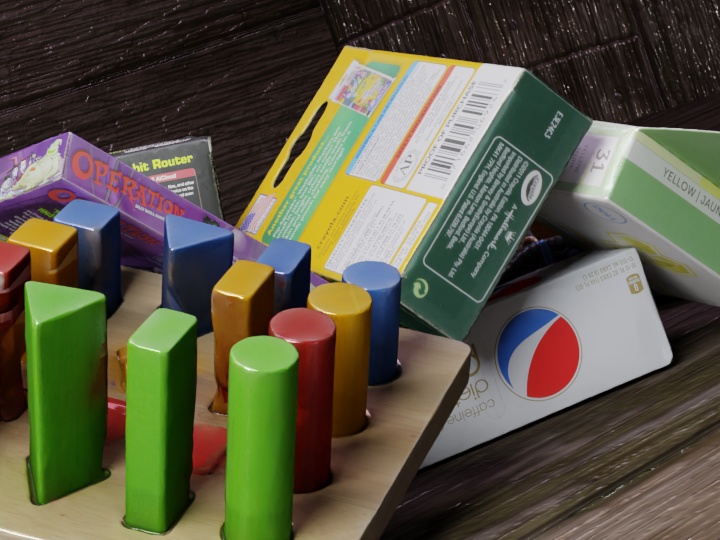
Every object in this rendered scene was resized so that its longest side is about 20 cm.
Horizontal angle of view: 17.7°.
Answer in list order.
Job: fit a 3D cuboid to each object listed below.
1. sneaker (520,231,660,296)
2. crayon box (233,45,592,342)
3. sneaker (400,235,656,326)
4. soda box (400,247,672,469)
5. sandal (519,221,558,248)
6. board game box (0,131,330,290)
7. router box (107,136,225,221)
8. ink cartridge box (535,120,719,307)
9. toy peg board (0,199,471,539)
[{"bbox_3d":[0.150,0.002,1.424,0.199,0.075,0.087,-15,-11,30],"label":"sneaker"},{"bbox_3d":[0.020,-0.043,1.155,0.126,0.051,0.200,-59,26,-6],"label":"crayon box"},{"bbox_3d":[0.069,0.031,1.243,0.199,0.076,0.077,-17,1,-24],"label":"sneaker"},{"bbox_3d":[0.051,0.052,1.149,0.199,0.064,0.068,-22,5,-16],"label":"soda box"},{"bbox_3d":[0.083,-0.005,1.297,0.069,0.078,0.212,-1,-10,24],"label":"sandal"},{"bbox_3d":[-0.103,0.002,1.079,0.120,0.032,0.200,-11,-31,41],"label":"board game box"},{"bbox_3d":[-0.162,0.021,1.200,0.199,0.151,0.062,-11,6,-10],"label":"router box"},{"bbox_3d":[0.172,-0.024,1.135,0.145,0.048,0.199,31,-10,-37],"label":"ink cartridge box"},{"bbox_3d":[-0.074,0.029,0.912,0.199,0.098,0.199,13,31,15],"label":"toy peg board"}]
